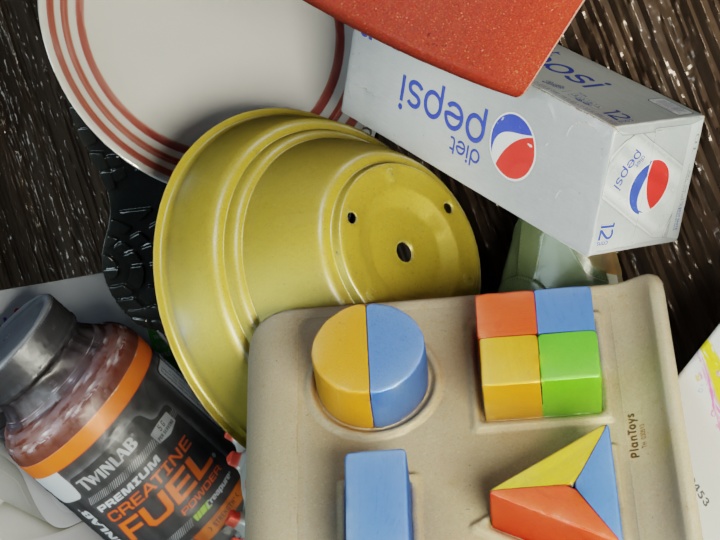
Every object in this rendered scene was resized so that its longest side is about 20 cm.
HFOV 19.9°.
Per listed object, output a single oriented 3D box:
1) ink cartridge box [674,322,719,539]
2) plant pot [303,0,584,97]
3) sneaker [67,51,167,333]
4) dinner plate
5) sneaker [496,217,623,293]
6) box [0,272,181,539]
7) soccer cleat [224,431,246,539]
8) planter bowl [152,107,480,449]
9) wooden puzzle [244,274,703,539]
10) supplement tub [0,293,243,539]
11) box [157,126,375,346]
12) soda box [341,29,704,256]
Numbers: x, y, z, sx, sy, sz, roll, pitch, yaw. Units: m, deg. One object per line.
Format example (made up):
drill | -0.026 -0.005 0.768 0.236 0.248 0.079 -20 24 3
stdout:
ink cartridge box | 0.202 0.067 0.891 0.117 0.067 0.200 58 139 28
plant pot | 0.017 -0.228 0.924 0.200 0.175 0.201 122 147 -42
sneaker | -0.110 -0.059 1.192 0.075 0.088 0.201 2 127 11
dinner plate | -0.079 -0.136 1.111 0.024 0.199 0.201 -30 75 64
sneaker | 0.083 0.066 1.032 0.067 0.090 0.201 10 107 52
box | -0.193 0.097 1.320 0.097 0.199 0.177 -19 83 53
soccer cleat | -0.030 0.106 1.114 0.069 0.077 0.200 -60 16 27
planter bowl | 0.000 0.000 1.040 0.083 0.200 0.201 -24 79 48
wooden puzzle | 0.043 0.076 0.904 0.046 0.199 0.186 74 -169 -48
supplement tub | -0.139 0.105 1.231 0.200 0.107 0.107 43 148 -19
box | -0.067 -0.031 1.234 0.117 0.060 0.201 46 133 37
soda box | 0.076 -0.078 1.027 0.200 0.063 0.069 33 123 44
